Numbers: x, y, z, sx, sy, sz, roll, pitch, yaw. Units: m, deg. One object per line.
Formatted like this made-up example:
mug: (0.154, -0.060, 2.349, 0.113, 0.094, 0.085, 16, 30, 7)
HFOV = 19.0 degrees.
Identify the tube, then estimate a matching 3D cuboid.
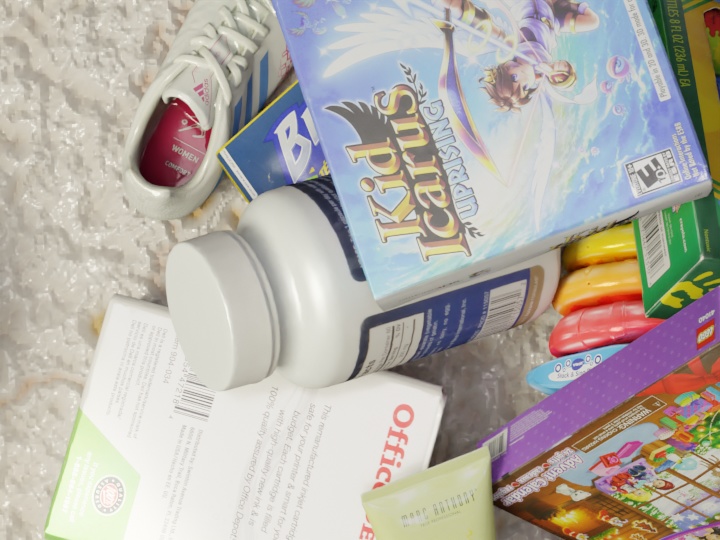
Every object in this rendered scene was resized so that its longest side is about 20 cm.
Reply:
tube: (0.052, 0.195, 1.199, 0.052, 0.058, 0.201, 4, 119, 29)

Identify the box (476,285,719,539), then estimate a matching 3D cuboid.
box: (0.176, 0.094, 1.163, 0.136, 0.200, 0.039, 27, 48, -25)

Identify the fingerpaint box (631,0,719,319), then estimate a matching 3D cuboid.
fingerpaint box: (0.231, -0.071, 1.183, 0.166, 0.073, 0.201, 6, 61, -19)

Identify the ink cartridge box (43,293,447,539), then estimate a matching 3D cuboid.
ink cartridge box: (-0.063, 0.110, 1.239, 0.199, 0.084, 0.146, 16, 87, 4)

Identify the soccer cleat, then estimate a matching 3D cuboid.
soccer cleat: (-0.078, -0.121, 1.255, 0.070, 0.086, 0.201, 25, 87, 4)

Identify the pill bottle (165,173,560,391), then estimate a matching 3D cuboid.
pill bottle: (0.000, 0.000, 1.175, 0.199, 0.111, 0.111, -16, 85, -26)

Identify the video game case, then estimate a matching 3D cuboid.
video game case: (0.061, -0.104, 1.099, 0.181, 0.045, 0.201, -20, 81, 4)

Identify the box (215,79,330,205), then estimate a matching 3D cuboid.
box: (0.017, -0.102, 1.229, 0.200, 0.070, 0.064, -41, 74, 15)

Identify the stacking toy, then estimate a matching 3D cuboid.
stacking toy: (0.156, -0.027, 1.221, 0.109, 0.116, 0.201, 7, 75, -39)
